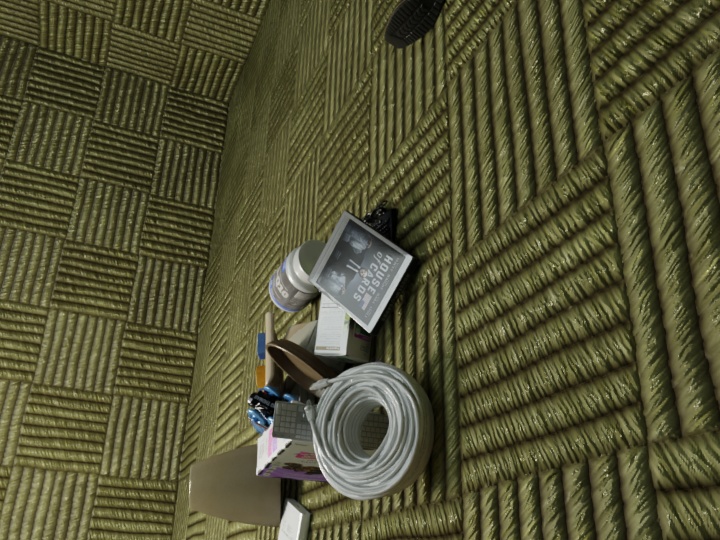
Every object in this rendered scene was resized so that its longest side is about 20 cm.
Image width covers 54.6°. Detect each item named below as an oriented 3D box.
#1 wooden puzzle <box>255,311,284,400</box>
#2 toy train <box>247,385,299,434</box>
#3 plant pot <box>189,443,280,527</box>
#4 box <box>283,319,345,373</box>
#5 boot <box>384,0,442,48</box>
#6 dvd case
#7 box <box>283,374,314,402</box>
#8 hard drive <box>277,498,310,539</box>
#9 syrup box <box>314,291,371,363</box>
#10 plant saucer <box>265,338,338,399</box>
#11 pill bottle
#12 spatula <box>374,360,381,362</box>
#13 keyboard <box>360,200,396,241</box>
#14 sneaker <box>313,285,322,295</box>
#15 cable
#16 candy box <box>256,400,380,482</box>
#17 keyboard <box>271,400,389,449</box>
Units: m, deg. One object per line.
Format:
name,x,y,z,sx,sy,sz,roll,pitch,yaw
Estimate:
wooden puzzle,-0.204,0.224,1.575,0.202,0.045,0.187,87,178,-49
toy train,-0.144,0.309,1.415,0.087,0.198,0.115,-53,-35,-29
plant pot,-0.282,0.482,1.569,0.187,0.196,0.191,-179,90,-79
box,-0.097,0.162,1.449,0.199,0.094,0.079,-18,47,65
boot,0.116,-0.538,1.333,0.200,0.077,0.140,-44,33,36
dvd case,0.000,0.000,1.238,0.199,0.025,0.152,36,100,42
box,-0.146,0.325,1.581,0.202,0.040,0.157,-97,27,-44
hard drive,-0.149,0.597,1.459,0.132,0.026,0.204,171,109,-68
syrup box,-0.024,0.066,1.307,0.080,0.078,0.204,-4,72,35
plant saucer,-0.098,0.196,1.346,0.030,0.200,0.200,-52,13,-20
pill bottle,-0.133,0.012,1.613,0.200,0.112,0.116,137,141,-57
spatula,-0.043,0.225,1.236,0.199,0.021,0.057,-35,35,13
keyboard,0.013,-0.070,1.379,0.200,0.039,0.106,145,132,-60
sneaker,-0.057,0.048,1.433,0.200,0.081,0.073,-121,47,-59
cable,0.017,0.240,1.044,0.198,0.069,0.203,-26,57,24
candy box,-0.076,0.306,1.225,0.200,0.165,0.073,128,147,-50
keyboard,-0.045,0.251,1.125,0.011,0.197,0.057,150,128,-68
